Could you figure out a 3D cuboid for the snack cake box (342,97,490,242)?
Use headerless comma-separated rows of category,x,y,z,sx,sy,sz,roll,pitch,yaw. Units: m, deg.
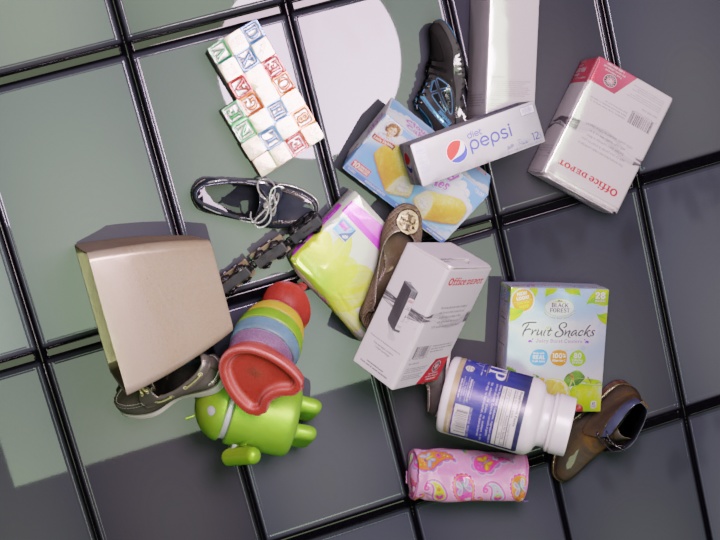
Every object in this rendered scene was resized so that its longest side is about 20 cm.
snack cake box,0.087,-0.151,1.612,0.199,0.067,0.115,36,122,-12

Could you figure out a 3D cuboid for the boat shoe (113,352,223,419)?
boat shoe,-0.291,0.166,1.574,0.199,0.073,0.060,-19,144,23

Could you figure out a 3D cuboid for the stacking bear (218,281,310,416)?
stacking bear,-0.128,0.094,1.564,0.121,0.201,0.114,-32,111,32

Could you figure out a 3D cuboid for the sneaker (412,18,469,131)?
sneaker,0.119,-0.280,1.620,0.081,0.073,0.203,-9,97,-1

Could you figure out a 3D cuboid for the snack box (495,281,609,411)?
snack box,0.306,0.122,1.710,0.166,0.068,0.203,1,96,-9

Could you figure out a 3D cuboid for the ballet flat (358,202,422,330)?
ballet flat,0.047,-0.003,1.589,0.067,0.046,0.203,20,92,-14

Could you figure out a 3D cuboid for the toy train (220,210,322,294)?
toy train,-0.140,-0.027,1.605,0.199,0.046,0.034,-35,113,11

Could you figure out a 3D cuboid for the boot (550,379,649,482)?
boot,0.389,0.270,1.729,0.074,0.097,0.201,36,90,-12

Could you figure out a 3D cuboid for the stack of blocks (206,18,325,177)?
stack of blocks,-0.154,-0.256,1.582,0.114,0.059,0.202,-31,102,-4

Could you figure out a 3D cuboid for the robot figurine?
robot figurine,-0.163,0.213,1.614,0.197,0.116,0.178,16,68,-10

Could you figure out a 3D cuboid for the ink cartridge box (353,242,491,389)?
ink cartridge box,0.093,0.063,1.562,0.083,0.144,0.202,34,108,27

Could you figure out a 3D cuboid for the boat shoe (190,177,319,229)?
boat shoe,-0.157,-0.104,1.600,0.197,0.062,0.076,12,93,-12

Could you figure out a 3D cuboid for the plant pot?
plant pot,-0.295,0.042,1.538,0.175,0.199,0.203,-16,100,-18

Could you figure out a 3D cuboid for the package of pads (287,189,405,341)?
package of pads,0.000,0.000,1.639,0.155,0.068,0.200,-45,102,-2

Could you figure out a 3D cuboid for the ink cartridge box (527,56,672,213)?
ink cartridge box,0.375,-0.210,1.669,0.144,0.085,0.202,26,91,-12

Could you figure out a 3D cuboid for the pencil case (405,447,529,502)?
pencil case,0.174,0.331,1.709,0.197,0.087,0.089,3,97,-11

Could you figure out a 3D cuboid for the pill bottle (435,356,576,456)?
pill bottle,0.223,0.213,1.620,0.197,0.120,0.122,14,96,10

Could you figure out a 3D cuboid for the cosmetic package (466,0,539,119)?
cosmetic package,0.214,-0.320,1.615,0.083,0.108,0.203,1,99,-10

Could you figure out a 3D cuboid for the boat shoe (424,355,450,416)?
boat shoe,0.116,0.129,1.678,0.056,0.067,0.203,9,101,-1

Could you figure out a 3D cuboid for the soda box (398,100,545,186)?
soda box,0.160,-0.184,1.531,0.197,0.068,0.064,-21,100,-9
